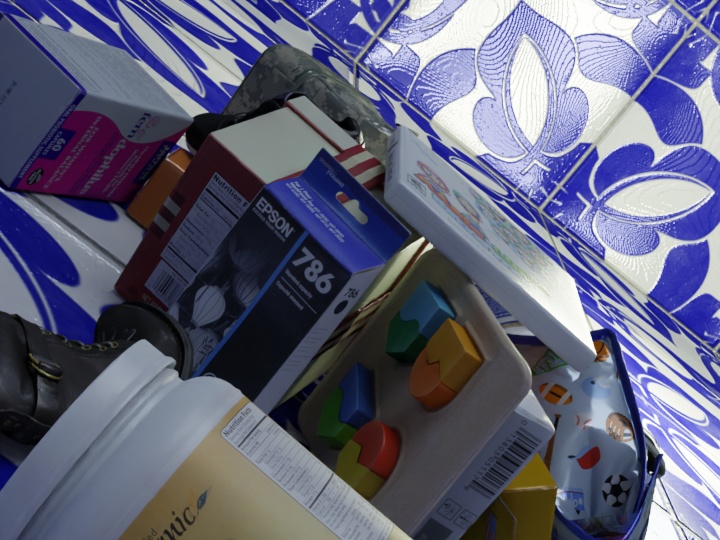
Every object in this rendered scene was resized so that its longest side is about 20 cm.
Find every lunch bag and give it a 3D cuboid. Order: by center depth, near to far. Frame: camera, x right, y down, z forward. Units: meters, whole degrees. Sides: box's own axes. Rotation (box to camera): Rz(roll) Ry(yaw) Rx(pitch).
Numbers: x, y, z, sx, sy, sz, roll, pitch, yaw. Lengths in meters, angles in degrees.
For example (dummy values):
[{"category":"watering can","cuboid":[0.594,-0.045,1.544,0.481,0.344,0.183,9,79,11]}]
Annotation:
[{"category":"lunch bag","cuboid":[0.169,0.174,1.237,0.123,0.171,0.201,-5,48,-5]},{"category":"lunch bag","cuboid":[-0.052,-0.085,1.482,0.168,0.201,0.139,41,9,35]}]

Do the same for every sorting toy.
[{"category":"sorting toy","cuboid":[0.027,0.090,1.119,0.036,0.185,0.200,33,13,-27]}]

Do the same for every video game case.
[{"category":"video game case","cuboid":[0.098,-0.022,1.214,0.200,0.024,0.182,41,15,-11]}]

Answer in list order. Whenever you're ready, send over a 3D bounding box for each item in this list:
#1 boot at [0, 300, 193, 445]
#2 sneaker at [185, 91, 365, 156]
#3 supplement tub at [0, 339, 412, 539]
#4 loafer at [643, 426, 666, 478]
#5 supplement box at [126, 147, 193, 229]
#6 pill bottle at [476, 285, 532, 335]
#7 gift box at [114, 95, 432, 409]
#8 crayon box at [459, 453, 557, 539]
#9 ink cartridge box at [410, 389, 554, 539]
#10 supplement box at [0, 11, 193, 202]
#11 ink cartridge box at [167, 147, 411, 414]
[{"category":"boot","cuboid":[-0.182,0.050,0.937,0.174,0.069,0.200,32,17,-33]},{"category":"sneaker","cuboid":[-0.071,-0.123,1.361,0.199,0.088,0.076,22,35,33]},{"category":"supplement tub","cuboid":[-0.070,0.145,0.764,0.200,0.145,0.145,40,13,2]},{"category":"loafer","cuboid":[0.192,0.137,1.403,0.199,0.070,0.070,22,6,-24]},{"category":"supplement box","cuboid":[-0.107,-0.019,1.391,0.200,0.067,0.069,38,13,-5]},{"category":"pill bottle","cuboid":[0.148,0.077,1.684,0.115,0.116,0.200,35,14,-20]},{"category":"gift box","cuboid":[-0.068,-0.011,1.232,0.185,0.200,0.187,46,29,8]},{"category":"crayon box","cuboid":[0.096,0.178,1.172,0.050,0.128,0.200,-2,28,-14]},{"category":"ink cartridge box","cuboid":[0.047,0.116,1.152,0.057,0.163,0.200,34,14,-22]},{"category":"supplement box","cuboid":[-0.242,-0.131,1.303,0.103,0.101,0.200,43,13,15]},{"category":"ink cartridge box","cuboid":[-0.063,0.018,1.087,0.099,0.200,0.039,43,13,24]}]
